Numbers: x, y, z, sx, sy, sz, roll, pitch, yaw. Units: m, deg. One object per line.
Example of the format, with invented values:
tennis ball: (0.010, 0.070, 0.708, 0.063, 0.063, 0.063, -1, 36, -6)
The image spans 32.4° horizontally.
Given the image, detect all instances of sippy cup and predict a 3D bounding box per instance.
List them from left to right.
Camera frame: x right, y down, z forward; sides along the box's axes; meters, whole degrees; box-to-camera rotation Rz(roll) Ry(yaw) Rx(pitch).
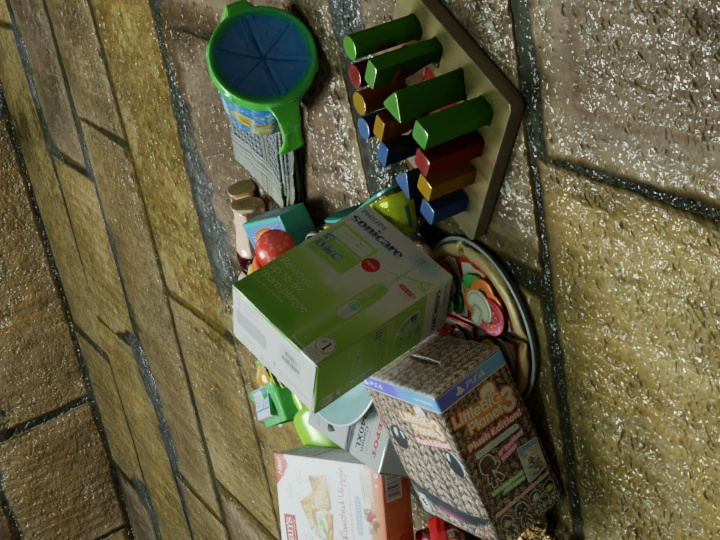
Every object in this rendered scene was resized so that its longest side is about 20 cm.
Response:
sippy cup: (-0.123, -0.238, 1.553, 0.131, 0.138, 0.180, 105, 177, -69)

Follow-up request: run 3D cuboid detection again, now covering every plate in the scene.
plate: (-0.016, 0.088, 1.508, 0.199, 0.025, 0.203, -8, 81, 56)

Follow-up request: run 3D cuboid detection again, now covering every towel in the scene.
towel: (-0.139, -0.187, 1.729, 0.200, 0.034, 0.194, 46, 148, 40)

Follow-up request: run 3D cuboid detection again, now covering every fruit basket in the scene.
fruit basket: (-0.134, 0.140, 1.925, 0.185, 0.093, 0.202, -31, 79, 66)

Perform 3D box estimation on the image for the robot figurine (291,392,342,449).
robot figurine: (-0.019, 0.238, 1.726, 0.175, 0.115, 0.202, -35, 74, 33)

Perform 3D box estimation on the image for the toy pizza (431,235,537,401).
toy pizza: (0.125, 0.060, 1.376, 0.200, 0.031, 0.202, 47, 149, 40)

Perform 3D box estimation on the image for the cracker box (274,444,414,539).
cracker box: (-0.023, 0.307, 1.623, 0.199, 0.057, 0.136, -1, 96, 44)

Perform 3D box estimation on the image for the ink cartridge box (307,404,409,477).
ink cartridge box: (0.026, 0.156, 1.537, 0.199, 0.083, 0.147, 22, 100, 59)

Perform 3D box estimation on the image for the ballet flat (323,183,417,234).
ballet flat: (0.013, -0.052, 1.484, 0.068, 0.066, 0.200, 66, 155, -2)

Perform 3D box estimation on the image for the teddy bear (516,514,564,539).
teddy bear: (0.188, 0.346, 1.439, 0.146, 0.066, 0.200, 64, 156, 15)

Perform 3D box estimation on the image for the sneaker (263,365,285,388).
sneaker: (-0.087, 0.073, 1.666, 0.076, 0.076, 0.201, 49, 149, 25)

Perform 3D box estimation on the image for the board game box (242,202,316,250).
board game box: (-0.080, 0.010, 1.729, 0.202, 0.045, 0.152, 64, 157, -10)

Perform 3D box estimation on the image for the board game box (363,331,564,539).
board game box: (0.111, 0.181, 1.377, 0.159, 0.096, 0.202, 10, 130, 59)

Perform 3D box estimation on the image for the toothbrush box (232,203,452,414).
toothbrush box: (-0.020, 0.038, 1.357, 0.145, 0.199, 0.087, 42, 146, 29)

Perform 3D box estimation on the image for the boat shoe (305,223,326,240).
boat shoe: (0.000, 0.000, 1.551, 0.200, 0.064, 0.074, 38, 141, 47)

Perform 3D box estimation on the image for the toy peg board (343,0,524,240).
toy peg board: (0.054, -0.152, 1.271, 0.201, 0.097, 0.200, 55, 153, 29)

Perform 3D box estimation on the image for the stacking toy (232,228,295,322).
stacking toy: (-0.126, 0.016, 1.679, 0.086, 0.085, 0.201, 55, 154, 27)

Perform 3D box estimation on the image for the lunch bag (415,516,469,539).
lunch bag: (0.116, 0.391, 1.533, 0.200, 0.081, 0.178, -60, -47, -83)

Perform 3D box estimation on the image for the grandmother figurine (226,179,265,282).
grandmother figurine: (-0.170, -0.033, 1.906, 0.122, 0.060, 0.201, -96, 4, -46)
